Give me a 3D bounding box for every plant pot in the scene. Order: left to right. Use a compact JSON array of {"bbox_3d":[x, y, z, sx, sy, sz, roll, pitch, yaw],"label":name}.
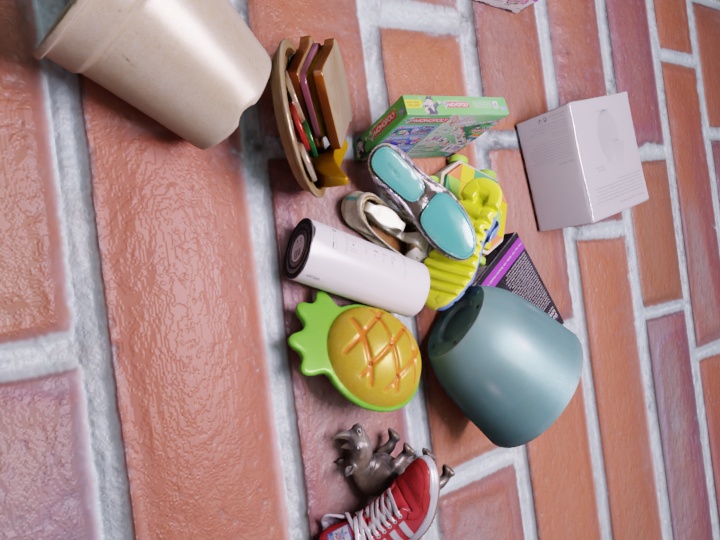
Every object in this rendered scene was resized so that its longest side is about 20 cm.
[{"bbox_3d":[-0.200,-0.238,0.579,0.183,0.197,0.206,39,66,-37],"label":"plant pot"},{"bbox_3d":[0.193,0.121,0.802,0.160,0.200,0.204,38,66,-12],"label":"plant pot"}]

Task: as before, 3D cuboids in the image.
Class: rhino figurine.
[{"bbox_3d":[0.037,0.270,0.754,0.197,0.060,0.089,35,87,-25],"label":"rhino figurine"}]

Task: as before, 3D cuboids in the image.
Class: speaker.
[{"bbox_3d":[0.000,0.000,0.741,0.195,0.080,0.084,19,76,-31],"label":"speaker"}]

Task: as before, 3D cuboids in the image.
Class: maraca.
[{"bbox_3d":[-0.002,0.105,0.718,0.195,0.107,0.141,25,50,-19],"label":"maraca"}]

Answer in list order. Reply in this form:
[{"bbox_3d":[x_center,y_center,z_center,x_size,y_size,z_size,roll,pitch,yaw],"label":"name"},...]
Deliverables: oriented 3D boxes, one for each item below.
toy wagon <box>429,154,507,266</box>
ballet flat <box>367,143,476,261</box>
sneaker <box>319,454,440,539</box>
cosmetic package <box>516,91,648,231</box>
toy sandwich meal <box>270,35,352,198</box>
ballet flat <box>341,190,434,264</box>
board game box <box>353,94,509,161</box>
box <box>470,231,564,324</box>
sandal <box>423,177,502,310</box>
[{"bbox_3d":[0.158,-0.103,0.884,0.195,0.039,0.161,18,76,-32],"label":"toy wagon"},{"bbox_3d":[0.087,-0.097,0.773,0.200,0.072,0.072,45,63,-7],"label":"ballet flat"},{"bbox_3d":[0.017,0.312,0.690,0.109,0.072,0.205,12,116,-27],"label":"sneaker"},{"bbox_3d":[0.411,-0.199,1.015,0.195,0.121,0.207,-18,94,-34],"label":"cosmetic package"},{"bbox_3d":[-0.051,-0.192,0.680,0.068,0.205,0.213,-10,92,9],"label":"toy sandwich meal"},{"bbox_3d":[0.056,-0.049,0.796,0.196,0.062,0.070,28,75,-29],"label":"ballet flat"},{"bbox_3d":[0.102,-0.204,0.797,0.195,0.134,0.030,-11,78,-34],"label":"board game box"},{"bbox_3d":[0.267,0.061,0.947,0.143,0.036,0.203,-43,108,-28],"label":"box"},{"bbox_3d":[0.155,-0.029,0.816,0.204,0.078,0.087,-58,154,-4],"label":"sandal"}]
